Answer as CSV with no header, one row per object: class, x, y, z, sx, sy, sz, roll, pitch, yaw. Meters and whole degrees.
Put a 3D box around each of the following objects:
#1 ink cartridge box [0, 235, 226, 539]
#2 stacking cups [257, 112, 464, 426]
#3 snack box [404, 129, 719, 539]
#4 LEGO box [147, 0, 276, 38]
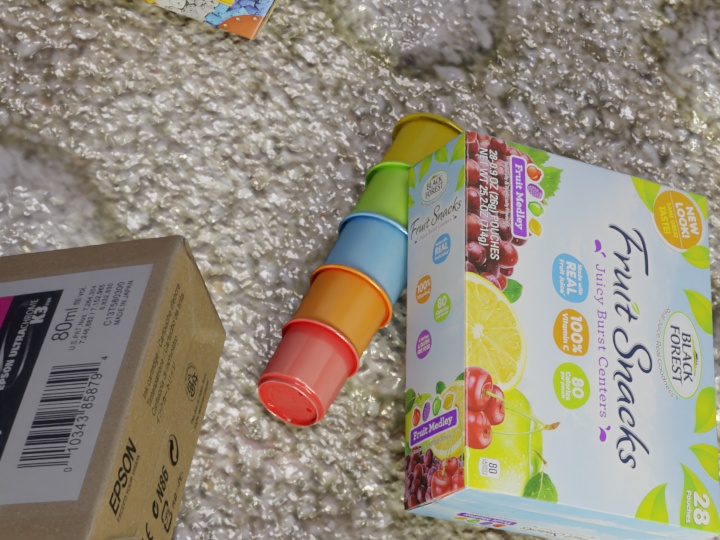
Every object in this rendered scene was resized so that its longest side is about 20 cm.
ink cartridge box,-0.164,0.081,1.015,0.164,0.075,0.201,-6,41,16
stacking cups,0.000,0.000,1.225,0.060,0.061,0.200,34,57,0
snack box,0.110,0.042,1.201,0.168,0.068,0.201,14,66,-28
LEGO box,-0.104,-0.258,1.310,0.148,0.077,0.201,19,55,-13
